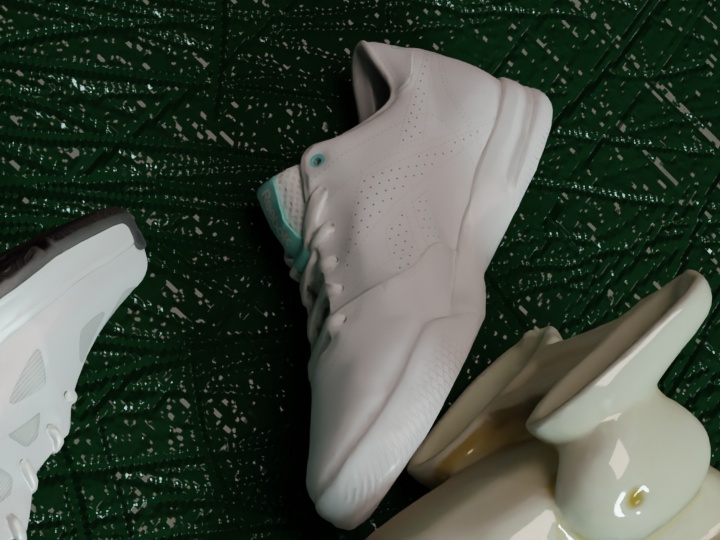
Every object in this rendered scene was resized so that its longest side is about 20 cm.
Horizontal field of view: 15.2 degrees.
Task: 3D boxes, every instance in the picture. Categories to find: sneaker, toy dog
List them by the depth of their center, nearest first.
[{"bbox_3d":[-0.120,0.074,0.837,0.200,0.076,0.115,-43,103,-31],"label":"sneaker"},{"bbox_3d":[0.108,0.128,0.910,0.200,0.140,0.194,48,54,-8],"label":"toy dog"},{"bbox_3d":[0.000,0.000,0.950,0.088,0.075,0.200,25,50,-7],"label":"sneaker"}]
